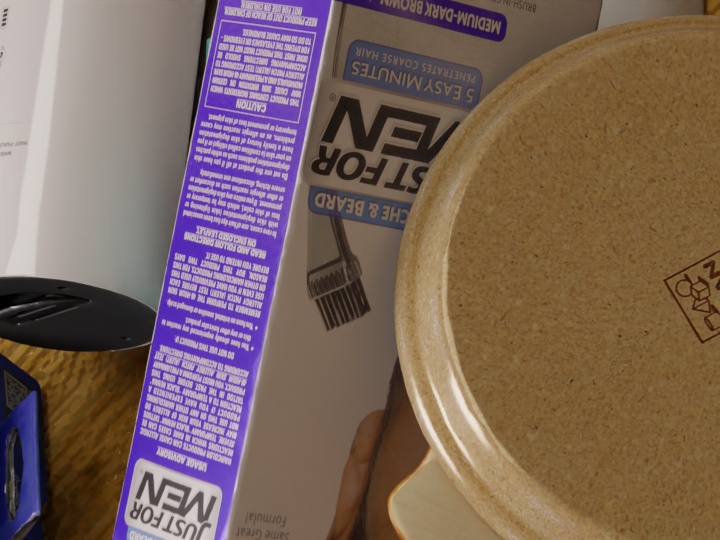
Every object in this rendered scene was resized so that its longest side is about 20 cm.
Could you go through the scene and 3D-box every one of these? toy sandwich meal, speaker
[{"bbox_3d":[0.100,0.024,0.822,0.204,0.070,0.206,0,71,0],"label":"toy sandwich meal"},{"bbox_3d":[-0.097,-0.075,0.976,0.081,0.081,0.201,-7,67,30],"label":"speaker"}]

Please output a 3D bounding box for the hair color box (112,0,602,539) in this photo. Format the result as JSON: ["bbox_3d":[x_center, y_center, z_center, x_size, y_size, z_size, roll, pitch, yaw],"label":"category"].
[{"bbox_3d":[0.000,0.000,0.852,0.065,0.109,0.201,15,95,50],"label":"hair color box"}]

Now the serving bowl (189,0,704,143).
[{"bbox_3d":[0.017,-0.085,0.969,0.199,0.066,0.201,-16,55,24],"label":"serving bowl"}]

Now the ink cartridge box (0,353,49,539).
[{"bbox_3d":[-0.186,0.103,0.985,0.199,0.076,0.137,-20,54,20],"label":"ink cartridge box"}]

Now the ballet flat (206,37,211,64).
[{"bbox_3d":[-0.028,0.018,0.910,0.069,0.071,0.201,-103,21,-75],"label":"ballet flat"}]
